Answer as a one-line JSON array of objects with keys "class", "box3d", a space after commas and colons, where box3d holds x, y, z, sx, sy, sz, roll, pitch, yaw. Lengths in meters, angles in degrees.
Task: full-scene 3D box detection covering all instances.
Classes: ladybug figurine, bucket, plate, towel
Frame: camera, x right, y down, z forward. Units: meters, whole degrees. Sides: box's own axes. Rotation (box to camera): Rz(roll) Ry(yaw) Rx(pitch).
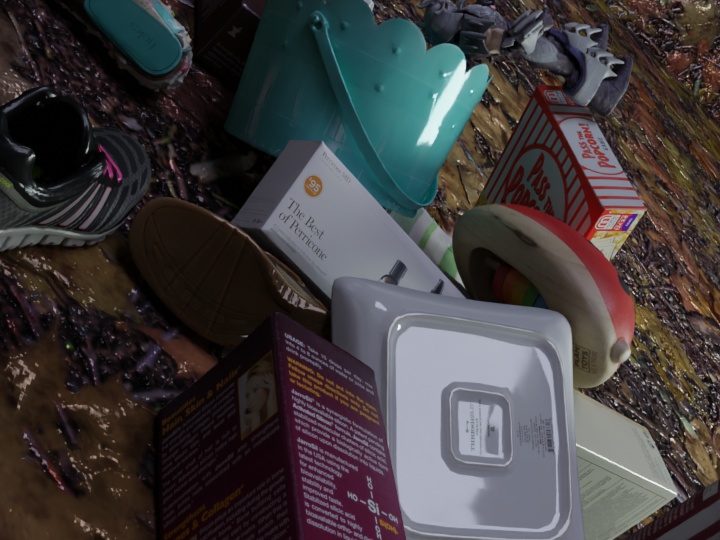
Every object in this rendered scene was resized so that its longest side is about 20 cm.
[{"class": "ladybug figurine", "box3d": [0.152, 0.014, 0.950, 0.200, 0.071, 0.137, 44, -28, 42]}, {"class": "bucket", "box3d": [-0.006, -0.140, 0.962, 0.205, 0.136, 0.207, 24, 7, -3]}, {"class": "plate", "box3d": [0.074, 0.108, 0.794, 0.198, 0.032, 0.202, 10, 68, -26]}, {"class": "towel", "box3d": [0.093, 0.015, 1.127, 0.200, 0.023, 0.153, 47, 26, -9]}]

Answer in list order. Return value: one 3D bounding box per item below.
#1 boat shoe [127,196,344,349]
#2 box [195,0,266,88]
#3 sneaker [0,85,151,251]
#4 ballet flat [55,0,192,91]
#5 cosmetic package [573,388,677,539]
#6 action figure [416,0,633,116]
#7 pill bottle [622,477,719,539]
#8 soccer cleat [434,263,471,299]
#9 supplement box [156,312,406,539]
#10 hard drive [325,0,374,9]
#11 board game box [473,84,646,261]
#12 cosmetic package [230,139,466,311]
[{"class": "boat shoe", "box3d": [-0.074, 0.020, 0.810, 0.199, 0.073, 0.072, 33, -2, -16]}, {"class": "box", "box3d": [-0.096, -0.246, 1.112, 0.100, 0.075, 0.201, 35, 27, -30]}, {"class": "sneaker", "box3d": [-0.177, -0.065, 0.710, 0.074, 0.087, 0.200, 53, 25, 7]}, {"class": "ballet flat", "box3d": [-0.205, -0.220, 0.921, 0.201, 0.075, 0.064, 54, -6, -2]}, {"class": "cosmetic package", "box3d": [0.153, 0.153, 0.946, 0.199, 0.103, 0.074, 30, 30, -39]}, {"class": "action figure", "box3d": [0.131, -0.195, 0.988, 0.198, 0.070, 0.130, 12, 21, -29]}, {"class": "pill bottle", "box3d": [0.233, 0.236, 0.849, 0.114, 0.200, 0.115, 37, 28, -24]}, {"class": "soccer cleat", "box3d": [0.036, 0.015, 0.986, 0.200, 0.069, 0.077, 50, -19, -27]}, {"class": "supplement box", "box3d": [-0.043, 0.139, 0.629, 0.085, 0.110, 0.201, 32, 31, -34]}, {"class": "hard drive", "box3d": [-0.062, -0.326, 1.245, 0.201, 0.027, 0.132, 53, -14, 6]}, {"class": "board game box", "box3d": [0.165, -0.041, 1.064, 0.046, 0.201, 0.153, 0, 48, -24]}, {"class": "cosmetic package", "box3d": [0.000, 0.000, 0.879, 0.200, 0.050, 0.083, 45, 67, -31]}]
